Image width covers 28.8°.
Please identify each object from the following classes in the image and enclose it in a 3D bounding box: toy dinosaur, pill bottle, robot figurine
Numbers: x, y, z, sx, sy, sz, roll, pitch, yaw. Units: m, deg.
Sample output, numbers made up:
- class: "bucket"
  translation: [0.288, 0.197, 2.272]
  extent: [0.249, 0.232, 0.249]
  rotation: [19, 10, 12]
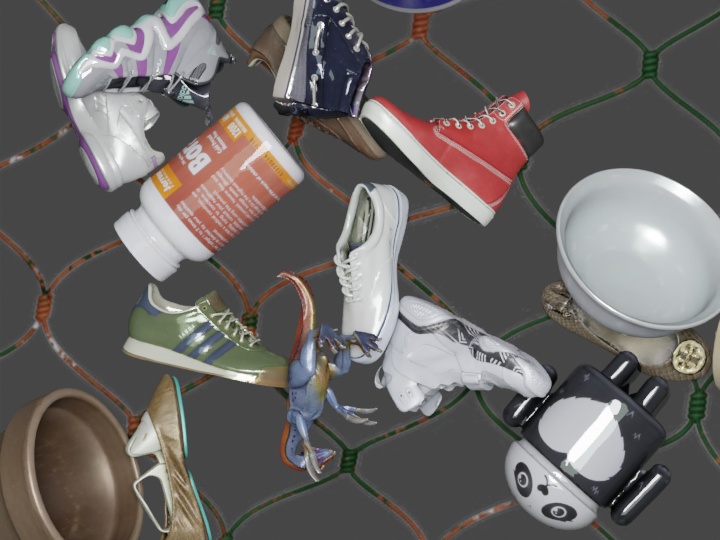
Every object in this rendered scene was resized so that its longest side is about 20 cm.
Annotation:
- class: "toy dinosaur"
  translation: [-0.048, 0.131, 1.525]
  extent: [0.182, 0.105, 0.200]
  rotation: [-53, 55, 35]
- class: "pill bottle"
  translation: [-0.169, -0.083, 1.544]
  extent: [0.200, 0.112, 0.112]
  rotation: [-40, 84, 1]
- class: "robot figurine"
  translation: [0.242, 0.180, 1.485]
  extent: [0.200, 0.150, 0.125]
  rotation: [-49, 122, 1]

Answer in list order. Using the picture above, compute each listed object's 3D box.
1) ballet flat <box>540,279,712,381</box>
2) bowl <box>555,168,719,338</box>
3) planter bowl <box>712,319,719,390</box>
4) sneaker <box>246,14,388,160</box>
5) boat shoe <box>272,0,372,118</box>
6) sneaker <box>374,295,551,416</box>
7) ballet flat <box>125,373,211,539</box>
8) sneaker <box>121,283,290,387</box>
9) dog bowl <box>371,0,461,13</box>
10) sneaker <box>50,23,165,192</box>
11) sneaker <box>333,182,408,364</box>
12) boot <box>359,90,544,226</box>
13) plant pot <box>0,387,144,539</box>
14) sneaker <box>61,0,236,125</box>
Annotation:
- class: "ballet flat"
  translation: [0.289, 0.065, 1.528]
  extent: [0.199, 0.046, 0.068]
  rotation: [27, 90, 6]
- class: "bowl"
  translation: [0.290, -0.003, 1.491]
  extent: [0.200, 0.090, 0.202]
  rotation: [7, 55, -10]
- class: "planter bowl"
  translation: [0.448, 0.082, 1.454]
  extent: [0.134, 0.200, 0.201]
  rotation: [13, 88, 32]
- class: "sneaker"
  translation: [-0.046, -0.191, 1.572]
  extent: [0.076, 0.070, 0.200]
  rotation: [-41, 81, 21]
- class: "boat shoe"
  translation: [-0.024, -0.255, 1.495]
  extent: [0.092, 0.075, 0.201]
  rotation: [14, 93, 18]
- class: "sneaker"
  translation: [0.105, 0.116, 1.512]
  extent: [0.200, 0.075, 0.115]
  rotation: [28, 95, 30]
- class: "ballet flat"
  translation: [-0.219, 0.218, 1.553]
  extent: [0.072, 0.068, 0.201]
  rotation: [-12, 91, -17]
- class: "sneaker"
  translation: [-0.163, 0.068, 1.557]
  extent: [0.199, 0.067, 0.090]
  rotation: [12, 92, 8]
- class: "dog bowl"
  translation: [0.062, -0.393, 1.557]
  extent: [0.199, 0.079, 0.201]
  rotation: [0, 86, 5]
- class: "sneaker"
  translation: [-0.289, -0.191, 1.593]
  extent: [0.099, 0.075, 0.201]
  rotation: [-22, 84, -16]
- class: "sneaker"
  translation: [0.000, 0.000, 1.536]
  extent: [0.073, 0.071, 0.201]
  rotation: [-3, 76, 44]
- class: "boot"
  translation: [0.104, -0.160, 1.517]
  extent: [0.200, 0.072, 0.144]
  rotation: [36, 89, -28]
- class: "plant pot"
  translation: [-0.361, 0.245, 1.521]
  extent: [0.174, 0.200, 0.201]
  rotation: [-19, 85, 23]
- class: "sneaker"
  translation: [-0.219, -0.210, 1.547]
  extent: [0.200, 0.078, 0.140]
  rotation: [-40, 93, -28]
